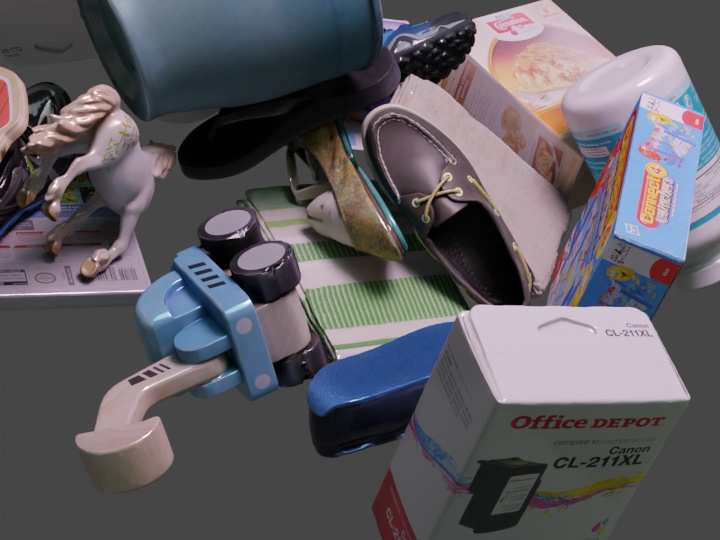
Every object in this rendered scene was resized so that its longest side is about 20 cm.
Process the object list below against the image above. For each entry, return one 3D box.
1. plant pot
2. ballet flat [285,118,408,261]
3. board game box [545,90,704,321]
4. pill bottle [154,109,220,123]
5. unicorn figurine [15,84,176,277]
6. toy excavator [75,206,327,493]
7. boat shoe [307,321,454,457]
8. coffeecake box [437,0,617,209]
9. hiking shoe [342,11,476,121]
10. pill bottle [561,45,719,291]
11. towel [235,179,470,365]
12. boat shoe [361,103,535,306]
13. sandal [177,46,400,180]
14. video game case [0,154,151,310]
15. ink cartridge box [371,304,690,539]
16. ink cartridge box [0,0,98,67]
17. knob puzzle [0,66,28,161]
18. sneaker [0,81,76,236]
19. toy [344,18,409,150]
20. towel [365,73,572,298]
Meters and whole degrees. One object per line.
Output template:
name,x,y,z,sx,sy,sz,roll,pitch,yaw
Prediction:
plant pot,-0.112,-0.212,1.248,0.187,0.201,0.200,-26,56,-16
ballet flat,-0.021,-0.066,1.328,0.070,0.071,0.200,-1,41,-24
board game box,0.200,-0.006,1.282,0.056,0.196,0.200,21,40,0
pill bottle,-0.168,-0.229,1.431,0.114,0.115,0.201,4,43,-20
unicorn figurine,-0.189,-0.070,1.220,0.074,0.200,0.138,34,68,7
toy excavator,-0.122,0.063,1.139,0.199,0.100,0.194,-26,32,-16
boat shoe,0.044,0.087,1.215,0.199,0.069,0.084,-9,35,-24
coffeecake box,0.182,-0.160,1.539,0.153,0.073,0.200,-21,56,-37
hiking shoe,0.005,-0.193,1.440,0.199,0.074,0.087,-25,65,-8
pill bottle,0.261,-0.084,1.405,0.201,0.110,0.111,62,38,-17
towel,0.000,0.000,1.324,0.152,0.023,0.200,-6,45,-30
boat shoe,0.074,-0.048,1.304,0.201,0.072,0.061,52,3,-11
sandal,-0.065,-0.139,1.341,0.199,0.043,0.076,-26,39,7
video game case,-0.253,-0.047,1.268,0.142,0.018,0.201,-2,46,-24
ink cartridge box,0.110,0.124,1.095,0.145,0.201,0.083,1,44,-22
ink cartridge box,-0.236,-0.282,1.378,0.145,0.083,0.201,-2,58,36
knob puzzle,-0.316,-0.086,1.159,0.030,0.219,0.220,50,27,-33
sneaker,-0.267,-0.086,1.225,0.070,0.083,0.200,25,40,5
toy,0.011,-0.190,1.518,0.114,0.047,0.201,5,42,-16
towel,0.095,-0.073,1.395,0.200,0.034,0.133,40,39,-11
